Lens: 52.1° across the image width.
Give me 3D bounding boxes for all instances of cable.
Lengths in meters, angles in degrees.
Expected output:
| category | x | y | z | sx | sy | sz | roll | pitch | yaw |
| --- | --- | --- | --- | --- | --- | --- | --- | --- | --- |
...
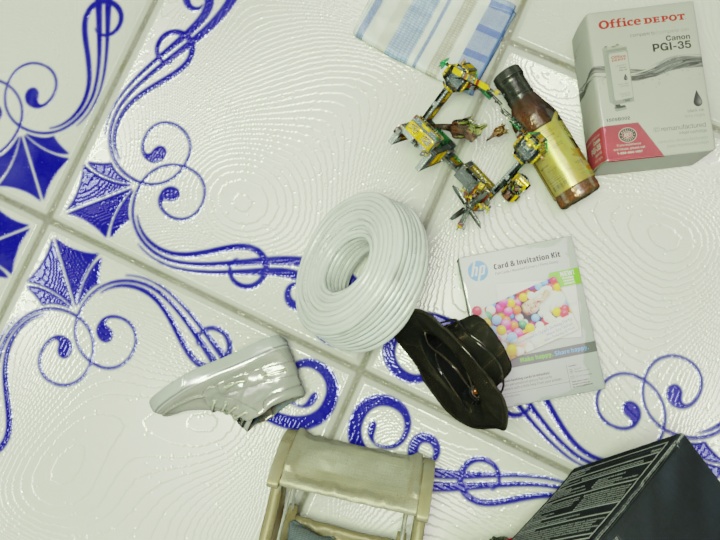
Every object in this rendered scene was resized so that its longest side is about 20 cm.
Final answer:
| category | x | y | z | sx | sy | sz | roll | pitch | yaw |
| --- | --- | --- | --- | --- | --- | --- | --- | --- | --- |
| cable | 0.000 | 0.000 | 0.924 | 0.069 | 0.199 | 0.202 | 31 | 89 | -36 |

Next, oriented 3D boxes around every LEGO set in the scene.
| category | x | y | z | sx | sy | sz | roll | pitch | yaw |
| --- | --- | --- | --- | --- | --- | --- | --- | --- | --- |
| LEGO set | 0.133 | -0.165 | 0.940 | 0.153 | 0.116 | 0.201 | -39 | 86 | 31 |

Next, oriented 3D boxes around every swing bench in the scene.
| category | x | y | z | sx | sy | sz | roll | pitch | yaw |
| --- | --- | --- | --- | --- | --- | --- | --- | --- | --- |
| swing bench | -0.019 | 0.315 | 0.910 | 0.196 | 0.130 | 0.203 | 10 | 83 | 5 |

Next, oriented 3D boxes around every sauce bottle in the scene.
| category | x | y | z | sx | sy | sz | roll | pitch | yaw |
| --- | --- | --- | --- | --- | --- | --- | --- | --- | --- |
| sauce bottle | 0.245 | -0.181 | 0.984 | 0.065 | 0.066 | 0.202 | -28 | 84 | 0 |

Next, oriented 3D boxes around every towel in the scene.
| category | x | y | z | sx | sy | sz | roll | pitch | yaw |
| --- | --- | --- | --- | --- | --- | --- | --- | --- | --- |
| towel | 0.103 | -0.352 | 1.036 | 0.198 | 0.024 | 0.148 | 29 | 86 | 6 |

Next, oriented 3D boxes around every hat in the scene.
| category | x | y | z | sx | sy | sz | roll | pitch | yaw |
| --- | --- | --- | --- | --- | --- | --- | --- | --- | --- |
| hat | 0.129 | 0.102 | 0.903 | 0.081 | 0.201 | 0.201 | -38 | 82 | -19 |

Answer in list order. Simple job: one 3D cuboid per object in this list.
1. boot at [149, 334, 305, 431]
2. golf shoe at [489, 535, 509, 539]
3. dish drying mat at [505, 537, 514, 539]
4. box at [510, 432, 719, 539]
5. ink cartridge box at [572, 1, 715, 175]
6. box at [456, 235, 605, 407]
| category | x | y | z | sx | sy | sz | roll | pitch | yaw |
| --- | --- | --- | --- | --- | --- | --- | --- | --- | --- |
| boot | -0.172 | 0.168 | 0.963 | 0.198 | 0.074 | 0.097 | -26 | 75 | -1 |
| golf shoe | 0.185 | 0.439 | 0.920 | 0.087 | 0.077 | 0.203 | 12 | 74 | -26 |
| dish drying mat | 0.198 | 0.362 | 0.890 | 0.198 | 0.018 | 0.078 | -5 | 73 | -30 |
| box | 0.282 | 0.306 | 0.821 | 0.197 | 0.200 | 0.124 | -33 | 82 | -33 |
| ink cartridge box | 0.369 | -0.238 | 0.974 | 0.144 | 0.083 | 0.203 | -6 | 83 | 3 |
| box | 0.222 | 0.069 | 0.969 | 0.153 | 0.041 | 0.203 | -10 | 81 | 2 |
